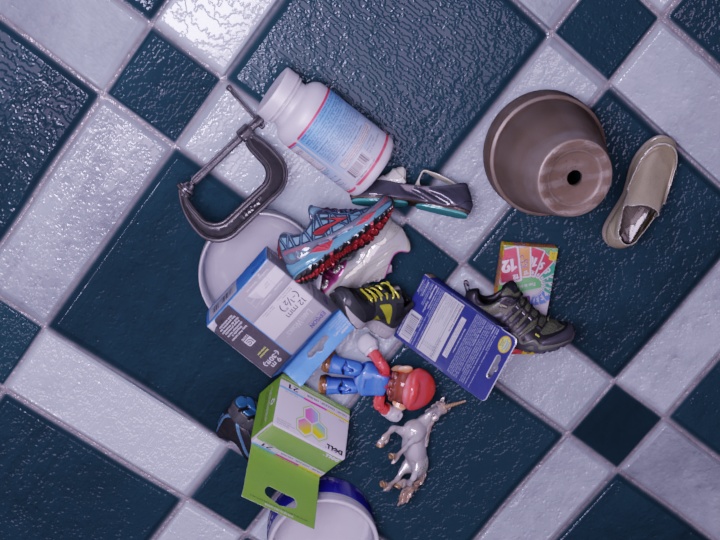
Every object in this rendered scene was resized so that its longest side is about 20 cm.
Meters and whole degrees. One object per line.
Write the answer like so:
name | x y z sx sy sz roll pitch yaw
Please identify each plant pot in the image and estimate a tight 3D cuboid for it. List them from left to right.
plant pot | 0.305 -0.164 1.507 0.196 0.174 0.203 -3 111 -7

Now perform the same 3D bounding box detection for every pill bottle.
pill bottle | -0.055 -0.212 1.477 0.199 0.109 0.109 36 102 -17

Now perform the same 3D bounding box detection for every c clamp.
c clamp | -0.202 -0.150 1.483 0.170 0.027 0.201 41 84 2

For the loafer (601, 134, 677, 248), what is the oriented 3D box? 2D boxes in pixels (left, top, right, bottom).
loafer | 0.466 -0.121 1.597 0.075 0.068 0.202 17 107 -13

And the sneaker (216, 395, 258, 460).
sneaker | -0.156 0.297 1.676 0.199 0.073 0.082 40 113 -11

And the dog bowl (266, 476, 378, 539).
dog bowl | -0.069 0.472 1.736 0.197 0.079 0.203 -2 110 -6

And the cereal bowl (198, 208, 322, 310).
cereal bowl | -0.159 -0.006 1.551 0.197 0.083 0.203 -2 110 -6

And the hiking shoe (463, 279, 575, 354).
hiking shoe | 0.258 0.072 1.604 0.197 0.076 0.102 8 112 5

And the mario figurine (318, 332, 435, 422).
mario figurine | 0.030 0.184 1.662 0.197 0.107 0.124 11 145 0

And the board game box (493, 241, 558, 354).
board game box | 0.272 0.052 1.659 0.094 0.030 0.203 3 111 -8

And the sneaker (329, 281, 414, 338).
sneaker | 0.019 0.046 1.559 0.085 0.200 0.075 -45 64 9

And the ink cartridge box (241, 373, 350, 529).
ink cartridge box | -0.102 0.295 1.593 0.147 0.202 0.076 31 130 -22

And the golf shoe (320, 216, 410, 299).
golf shoe | 0.000 0.000 1.581 0.091 0.075 0.200 38 102 -21

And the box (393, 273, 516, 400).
box | 0.158 0.109 1.593 0.032 0.199 0.122 3 118 -56

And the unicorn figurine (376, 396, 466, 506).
unicorn figurine | 0.094 0.304 1.696 0.136 0.074 0.202 -26 140 -37

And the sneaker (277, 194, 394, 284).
sneaker | -0.038 -0.071 1.473 0.199 0.079 0.096 -34 78 -18

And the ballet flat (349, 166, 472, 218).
ballet flat | 0.082 -0.128 1.554 0.197 0.073 0.074 7 109 -3

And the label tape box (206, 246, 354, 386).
label tape box | -0.118 0.084 1.511 0.200 0.066 0.143 41 100 -17
